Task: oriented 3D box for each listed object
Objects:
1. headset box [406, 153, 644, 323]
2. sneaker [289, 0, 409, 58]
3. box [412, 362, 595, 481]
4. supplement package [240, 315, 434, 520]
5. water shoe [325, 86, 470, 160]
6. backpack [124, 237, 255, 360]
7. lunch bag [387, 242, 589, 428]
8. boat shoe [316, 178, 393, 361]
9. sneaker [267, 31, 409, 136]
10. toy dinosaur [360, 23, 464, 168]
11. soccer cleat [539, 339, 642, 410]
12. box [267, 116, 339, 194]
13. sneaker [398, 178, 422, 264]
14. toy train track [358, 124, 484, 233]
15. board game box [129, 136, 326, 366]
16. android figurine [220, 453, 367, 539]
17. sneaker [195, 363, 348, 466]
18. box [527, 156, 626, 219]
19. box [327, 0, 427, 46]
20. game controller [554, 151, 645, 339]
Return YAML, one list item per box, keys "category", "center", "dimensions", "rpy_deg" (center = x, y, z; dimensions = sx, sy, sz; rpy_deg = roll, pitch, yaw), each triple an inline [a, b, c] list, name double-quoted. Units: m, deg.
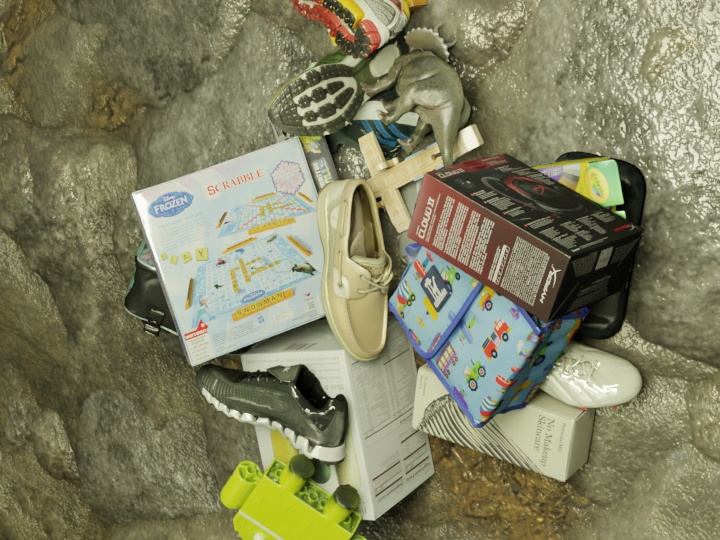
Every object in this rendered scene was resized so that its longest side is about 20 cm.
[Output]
- category: "headset box"
  center: [0.154, -0.042, 1.360]
  dimensions: [0.199, 0.148, 0.076]
  rpy_deg: [32, 120, 29]
- category: "sneaker"
  center: [-0.022, -0.308, 1.509]
  dimensions: [0.200, 0.082, 0.078]
  rpy_deg: [48, 154, 28]
- category: "box"
  center: [0.161, 0.164, 1.567]
  dimensions: [0.198, 0.068, 0.083]
  rpy_deg: [15, 112, 29]
- category: "supplement package"
  center: [-0.025, 0.172, 1.639]
  dimensions: [0.150, 0.150, 0.202]
  rpy_deg: [-4, 102, 33]
- category: "water shoe"
  center: [0.041, -0.168, 1.563]
  dimensions: [0.198, 0.072, 0.080]
  rpy_deg: [9, 133, 32]
- category: "backpack"
  center: [-0.176, -0.011, 1.653]
  dimensions: [0.176, 0.200, 0.152]
  rpy_deg: [20, 114, 0]
- category: "lunch bag"
  center: [0.120, 0.036, 1.467]
  dimensions: [0.200, 0.094, 0.151]
  rpy_deg: [48, 131, 25]
- category: "boat shoe"
  center: [0.000, 0.000, 1.510]
  dimensions: [0.065, 0.072, 0.203]
  rpy_deg: [-4, 95, 55]
- category: "sneaker"
  center: [-0.035, -0.206, 1.528]
  dimensions: [0.088, 0.199, 0.078]
  rpy_deg: [8, 124, 48]
- category: "toy dinosaur"
  center: [0.067, -0.188, 1.452]
  dimensions: [0.102, 0.077, 0.201]
  rpy_deg: [-37, 42, 15]
- category: "soccer cleat"
  center: [0.210, 0.098, 1.507]
  dimensions: [0.198, 0.070, 0.078]
  rpy_deg: [14, 145, 31]
- category: "box"
  center: [-0.052, -0.096, 1.613]
  dimensions: [0.110, 0.034, 0.202]
  rpy_deg: [177, 74, -76]
- category: "sneaker"
  center: [0.085, -0.013, 1.576]
  dimensions: [0.081, 0.074, 0.203]
  rpy_deg: [-4, 95, 47]
- category: "toy train track"
  center: [0.049, -0.108, 1.507]
  dimensions: [0.199, 0.032, 0.116]
  rpy_deg: [-25, 89, 41]
- category: "board game box"
  center: [-0.130, -0.022, 1.532]
  dimensions: [0.041, 0.198, 0.202]
  rpy_deg: [177, 74, -75]
- category: "android figurine"
  center: [-0.077, 0.290, 1.588]
  dimensions: [0.181, 0.041, 0.200]
  rpy_deg: [35, 135, -2]
- category: "sneaker"
  center: [-0.093, 0.135, 1.544]
  dimensions: [0.199, 0.066, 0.091]
  rpy_deg: [25, 112, 20]
- category: "box"
  center: [0.197, -0.053, 1.449]
  dimensions: [0.199, 0.048, 0.119]
  rpy_deg: [-4, 98, 43]
- category: "box"
  center: [-0.013, -0.368, 1.547]
  dimensions: [0.118, 0.041, 0.202]
  rpy_deg: [-20, 90, 35]
- category: "game controller"
  center: [0.244, -0.025, 1.485]
  dimensions: [0.103, 0.042, 0.202]
  rpy_deg: [11, 110, 14]
